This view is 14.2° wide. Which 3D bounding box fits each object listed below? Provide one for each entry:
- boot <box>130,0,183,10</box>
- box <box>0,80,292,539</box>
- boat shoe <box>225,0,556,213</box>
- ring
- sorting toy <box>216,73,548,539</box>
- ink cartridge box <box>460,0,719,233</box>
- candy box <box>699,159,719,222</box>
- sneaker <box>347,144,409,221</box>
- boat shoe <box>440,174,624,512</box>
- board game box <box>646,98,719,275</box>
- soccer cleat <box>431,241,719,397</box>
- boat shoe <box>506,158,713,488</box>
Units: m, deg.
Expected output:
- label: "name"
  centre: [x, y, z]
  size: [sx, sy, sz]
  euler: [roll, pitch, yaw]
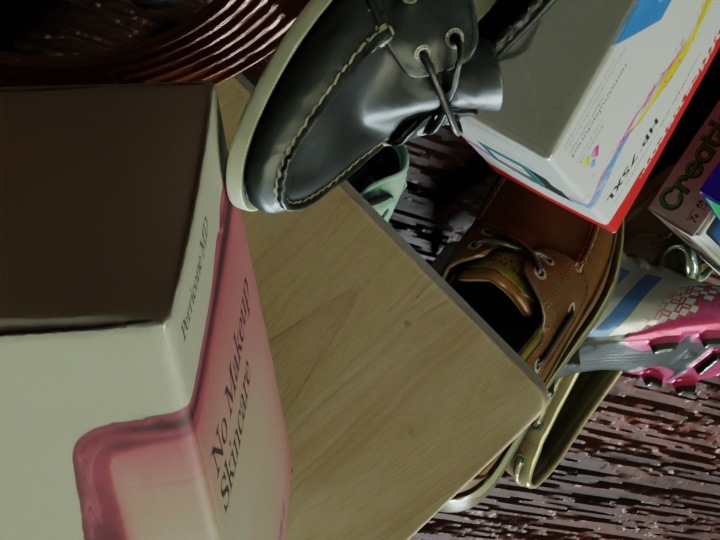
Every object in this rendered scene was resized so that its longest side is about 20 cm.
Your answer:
- label: "boot"
  centre: [-0.062, -0.186, 0.991]
  size: [0.130, 0.068, 0.200]
  euler: [19, 124, -40]
- label: "box"
  centre: [-0.095, 0.047, 1.046]
  size: [0.109, 0.128, 0.200]
  euler: [-2, 134, 8]
- label: "boat shoe"
  centre: [0.031, -0.085, 1.051]
  size: [0.199, 0.066, 0.075]
  euler: [-47, 155, -30]
- label: "ring"
  centre: [-0.099, -0.109, 0.998]
  size: [0.200, 0.019, 0.201]
  euler: [-8, 147, -6]
- label: "sorting toy"
  centre: [-0.059, 0.044, 1.185]
  size: [0.200, 0.199, 0.070]
  euler: [-44, -179, 12]
- label: "ink cartridge box"
  centre: [0.099, -0.090, 1.228]
  size: [0.116, 0.067, 0.200]
  euler: [-60, 163, -1]
- label: "candy box"
  centre: [0.257, -0.058, 1.388]
  size: [0.169, 0.077, 0.200]
  euler: [-55, 153, -3]
- label: "sneaker"
  centre: [0.000, 0.000, 1.289]
  size: [0.118, 0.074, 0.200]
  euler: [-43, 149, 18]
- label: "boat shoe"
  centre: [0.071, 0.012, 1.325]
  size: [0.068, 0.072, 0.200]
  euler: [72, 36, -65]
- label: "board game box"
  centre: [0.229, -0.087, 1.439]
  size: [0.200, 0.035, 0.126]
  euler: [-56, 150, -1]
- label: "soccer cleat"
  centre: [0.124, 0.013, 1.422]
  size: [0.199, 0.087, 0.070]
  euler: [-2, 152, -31]
- label: "boat shoe"
  centre: [0.135, 0.023, 1.496]
  size: [0.201, 0.063, 0.073]
  euler: [-46, 151, 9]
